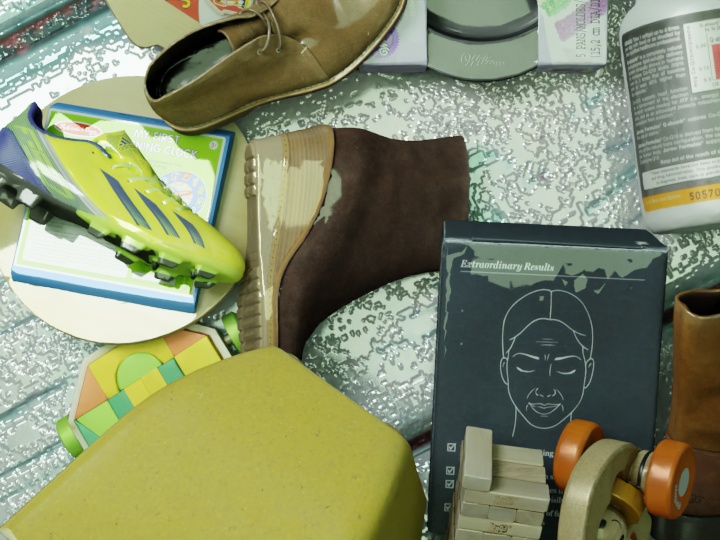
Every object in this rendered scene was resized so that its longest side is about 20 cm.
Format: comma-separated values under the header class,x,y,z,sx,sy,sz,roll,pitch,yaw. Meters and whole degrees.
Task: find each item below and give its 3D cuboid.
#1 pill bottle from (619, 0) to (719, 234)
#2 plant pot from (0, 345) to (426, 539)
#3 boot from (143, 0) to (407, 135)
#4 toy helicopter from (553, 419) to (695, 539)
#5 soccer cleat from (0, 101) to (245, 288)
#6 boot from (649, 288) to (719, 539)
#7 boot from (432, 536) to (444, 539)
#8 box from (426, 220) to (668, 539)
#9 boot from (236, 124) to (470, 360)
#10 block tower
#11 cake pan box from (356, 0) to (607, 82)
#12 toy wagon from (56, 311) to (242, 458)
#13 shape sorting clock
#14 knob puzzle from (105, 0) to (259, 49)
class,x,y,z,sx,sy,sz,roll,pitch,yaw
pill bottle,0.240,-0.131,1.006,0.115,0.116,0.202,-7,88,2
plant pot,-0.065,0.169,0.916,0.195,0.195,0.200,32,71,23
boot,-0.057,-0.157,0.997,0.199,0.075,0.074,-29,78,5
toy helicopter,0.148,0.201,0.902,0.078,0.132,0.202,10,121,30
soccer cleat,-0.163,-0.054,1.001,0.199,0.065,0.084,25,75,8
boot,0.279,0.079,0.962,0.186,0.069,0.202,-6,123,-11
boot,0.126,0.225,1.018,0.173,0.069,0.201,35,97,3
box,0.123,0.073,0.993,0.147,0.107,0.202,3,99,3
boot,0.000,0.000,1.024,0.164,0.072,0.203,0,95,-19
block tower,0.077,0.202,0.941,0.057,0.054,0.202,7,118,0
cake pan box,0.085,-0.235,1.044,0.182,0.052,0.203,1,92,2
toy wagon,-0.119,0.132,1.051,0.154,0.040,0.201,-32,86,1
shape sorting clock,-0.168,-0.045,1.051,0.197,0.039,0.202,-1,79,4
knob puzzle,-0.115,-0.249,1.057,0.217,0.030,0.222,-1,93,-12
